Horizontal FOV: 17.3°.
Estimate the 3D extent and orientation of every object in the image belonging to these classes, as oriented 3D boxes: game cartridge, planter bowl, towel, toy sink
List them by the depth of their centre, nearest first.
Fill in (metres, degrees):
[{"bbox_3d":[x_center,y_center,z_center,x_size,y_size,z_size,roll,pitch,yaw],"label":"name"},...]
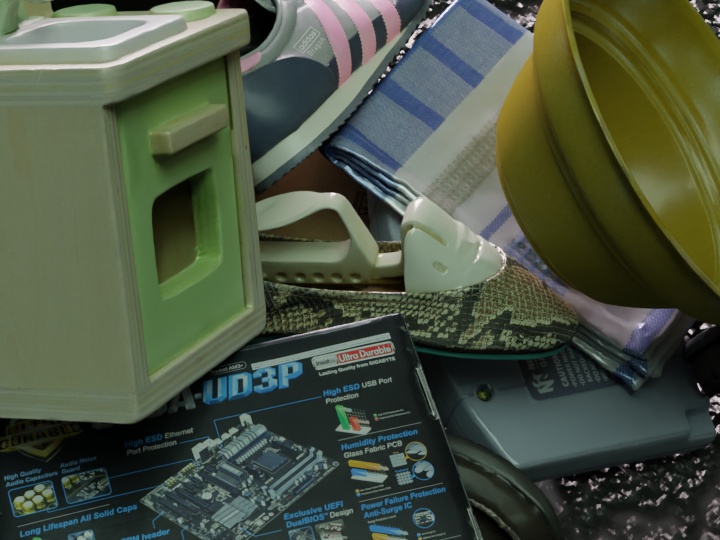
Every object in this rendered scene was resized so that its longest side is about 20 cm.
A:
[{"bbox_3d":[-0.116,-0.052,0.980,0.112,0.200,0.130,1,16,22],"label":"toy sink"},{"bbox_3d":[0.120,-0.047,1.090,0.200,0.083,0.201,39,36,-35],"label":"planter bowl"},{"bbox_3d":[0.080,0.009,1.165,0.133,0.041,0.200,-7,61,-24],"label":"game cartridge"},{"bbox_3d":[0.095,-0.046,1.169,0.200,0.024,0.147,36,56,8],"label":"towel"}]

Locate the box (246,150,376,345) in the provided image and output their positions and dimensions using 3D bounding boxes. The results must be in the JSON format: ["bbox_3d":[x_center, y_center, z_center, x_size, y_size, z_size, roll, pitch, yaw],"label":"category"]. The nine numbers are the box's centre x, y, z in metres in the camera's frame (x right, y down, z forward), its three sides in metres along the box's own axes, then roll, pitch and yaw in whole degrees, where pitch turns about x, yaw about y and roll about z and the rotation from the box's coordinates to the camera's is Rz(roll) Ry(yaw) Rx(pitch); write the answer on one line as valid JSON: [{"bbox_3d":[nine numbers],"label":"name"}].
[{"bbox_3d":[-0.067,-0.021,1.185,0.163,0.021,0.200,14,57,1],"label":"box"}]

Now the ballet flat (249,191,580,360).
[{"bbox_3d":[0.000,0.000,1.092,0.200,0.075,0.068,3,28,14],"label":"ballet flat"}]

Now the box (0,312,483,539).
[{"bbox_3d":[-0.054,0.112,0.999,0.200,0.046,0.159,-12,58,-12],"label":"box"}]

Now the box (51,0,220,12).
[{"bbox_3d":[-0.119,-0.220,1.186,0.124,0.200,0.149,-10,49,-17],"label":"box"}]

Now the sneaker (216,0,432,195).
[{"bbox_3d":[-0.025,-0.123,1.183,0.082,0.070,0.200,45,39,-10],"label":"sneaker"}]

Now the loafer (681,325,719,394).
[{"bbox_3d":[0.252,0.041,1.154,0.200,0.072,0.063,-9,72,-26],"label":"loafer"}]

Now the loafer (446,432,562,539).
[{"bbox_3d":[-0.008,0.111,1.077,0.200,0.073,0.071,15,44,14],"label":"loafer"}]
